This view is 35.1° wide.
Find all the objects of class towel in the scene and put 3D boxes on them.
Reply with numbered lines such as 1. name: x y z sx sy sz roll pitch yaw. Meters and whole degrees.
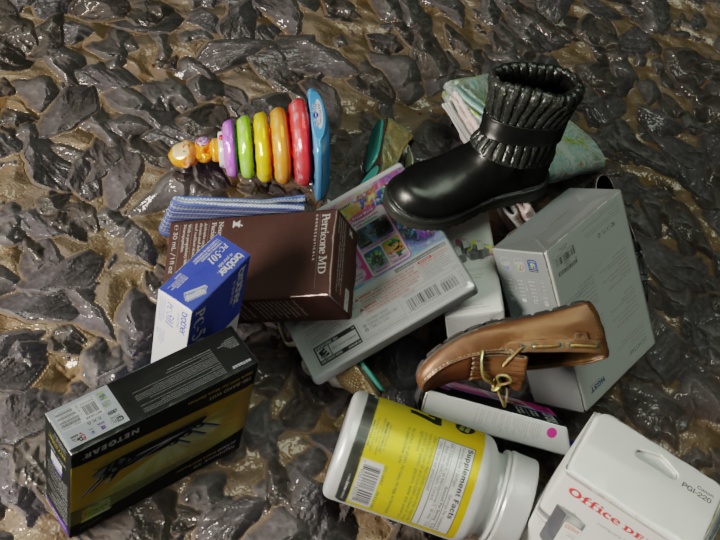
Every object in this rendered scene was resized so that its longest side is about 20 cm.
1. towel: 0.221 -0.195 1.531 0.200 0.048 0.171 46 37 21
2. towel: 0.172 -0.099 1.393 0.032 0.191 0.201 -30 59 6
3. towel: -0.147 -0.062 1.266 0.143 0.200 0.024 0 82 -15

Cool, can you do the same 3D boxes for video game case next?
1. video game case: 0.000 0.000 1.237 0.199 0.024 0.183 -30 61 1

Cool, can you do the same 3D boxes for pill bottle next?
1. pill bottle: 0.071 0.205 1.146 0.198 0.115 0.115 19 49 0

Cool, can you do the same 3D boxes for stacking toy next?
1. stacking toy: -0.138 -0.152 1.405 0.198 0.110 0.117 -4 54 -5

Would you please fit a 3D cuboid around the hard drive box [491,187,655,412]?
1. hard drive box: 0.244 0.031 1.280 0.076 0.202 0.155 6 31 47

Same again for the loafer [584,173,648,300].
1. loafer: 0.319 -0.036 1.446 0.071 0.063 0.201 0 52 -15

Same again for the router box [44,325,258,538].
1. router box: -0.200 0.154 1.085 0.199 0.158 0.052 -25 61 -30

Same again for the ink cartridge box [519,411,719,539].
1. ink cartridge box: 0.242 0.249 1.099 0.145 0.201 0.085 32 50 12

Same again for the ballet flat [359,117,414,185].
1. ballet flat: 0.031 -0.112 1.433 0.070 0.071 0.201 17 49 -1

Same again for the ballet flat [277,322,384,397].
1. ballet flat: -0.047 0.078 1.263 0.065 0.071 0.201 -33 60 -4

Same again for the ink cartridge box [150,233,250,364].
1. ink cartridge box: -0.165 0.064 1.139 0.044 0.201 0.094 32 50 13

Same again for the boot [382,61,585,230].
1. boot: 0.127 -0.135 1.201 0.209 0.159 0.080 -17 56 -21

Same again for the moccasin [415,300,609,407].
1. moccasin: 0.155 0.093 1.166 0.199 0.074 0.078 -12 67 -10

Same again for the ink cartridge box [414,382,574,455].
1. ink cartridge box: 0.158 0.159 1.226 0.198 0.037 0.095 18 4 -3

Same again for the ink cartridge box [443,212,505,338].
1. ink cartridge box: 0.124 0.005 1.317 0.067 0.116 0.201 -7 50 4

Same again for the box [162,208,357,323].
1. box: -0.108 -0.001 1.214 0.198 0.075 0.101 -4 67 17
